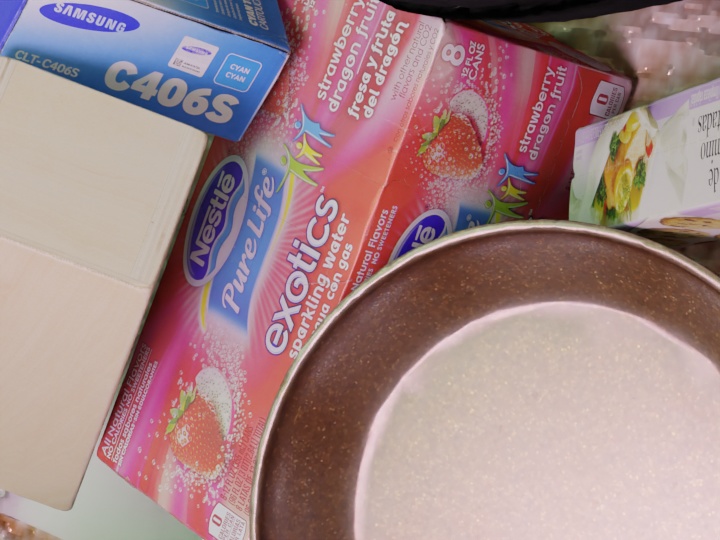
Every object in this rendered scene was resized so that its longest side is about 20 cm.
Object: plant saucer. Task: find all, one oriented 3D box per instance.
[{"bbox_3d":[0.063,0.084,0.904,0.200,0.037,0.201,0,91,20],"label":"plant saucer"}]

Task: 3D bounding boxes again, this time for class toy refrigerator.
[{"bbox_3d":[-0.112,0.008,0.980,0.200,0.076,0.070,116,173,-62],"label":"toy refrigerator"}]

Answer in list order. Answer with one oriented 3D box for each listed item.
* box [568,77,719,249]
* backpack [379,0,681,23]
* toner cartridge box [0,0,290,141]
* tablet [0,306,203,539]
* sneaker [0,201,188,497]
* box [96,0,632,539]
[{"bbox_3d":[0.110,-0.033,0.854,0.200,0.041,0.039,167,108,-76],"label":"box"},{"bbox_3d":[0.065,-0.136,0.854,0.154,0.163,0.200,70,161,5],"label":"backpack"},{"bbox_3d":[-0.090,-0.134,1.001,0.043,0.095,0.200,-58,31,31],"label":"toner cartridge box"},{"bbox_3d":[-0.114,0.046,1.157,0.200,0.014,0.131,16,93,47],"label":"tablet"},{"bbox_3d":[-0.150,0.011,1.143,0.200,0.069,0.100,-48,44,24],"label":"sneaker"},{"bbox_3d":[0.000,0.000,0.987,0.095,0.100,0.201,30,103,45],"label":"box"}]
